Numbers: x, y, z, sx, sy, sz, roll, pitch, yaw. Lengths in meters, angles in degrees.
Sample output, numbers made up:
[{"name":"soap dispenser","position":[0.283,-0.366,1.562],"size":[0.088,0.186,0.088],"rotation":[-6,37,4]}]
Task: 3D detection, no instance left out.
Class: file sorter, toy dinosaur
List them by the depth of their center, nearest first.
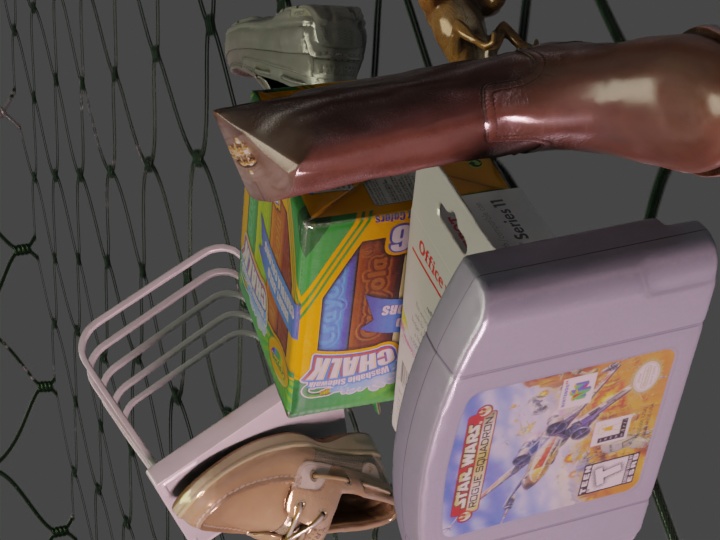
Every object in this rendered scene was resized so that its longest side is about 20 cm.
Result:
[{"name":"toy dinosaur","position":[0.046,-0.153,0.914],"size":[0.106,0.060,0.200],"rotation":[106,150,-56]},{"name":"file sorter","position":[-0.103,0.087,1.188],"size":[0.125,0.139,0.200],"rotation":[53,169,17]}]

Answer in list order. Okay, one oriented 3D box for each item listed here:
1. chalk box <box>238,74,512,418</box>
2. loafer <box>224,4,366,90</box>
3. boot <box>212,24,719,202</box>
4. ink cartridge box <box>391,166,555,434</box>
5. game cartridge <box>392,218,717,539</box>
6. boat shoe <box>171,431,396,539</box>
[{"name":"chalk box","position":[0.000,0.000,1.022],"size":[0.125,0.124,0.200],"rotation":[-115,24,-44]},{"name":"loafer","position":[-0.051,-0.144,1.204],"size":[0.200,0.070,0.070],"rotation":[-172,83,-71]},{"name":"boot","position":[0.046,-0.060,0.722],"size":[0.186,0.200,0.064],"rotation":[-163,66,-71]},{"name":"ink cartridge box","position":[0.071,0.038,0.910],"size":[0.117,0.067,0.200],"rotation":[-118,25,-48]},{"name":"game cartridge","position":[0.082,0.069,0.783],"size":[0.042,0.133,0.200],"rotation":[54,149,41]},{"name":"boat shoe","position":[-0.042,0.154,1.148],"size":[0.072,0.200,0.065],"rotation":[-45,65,25]}]
